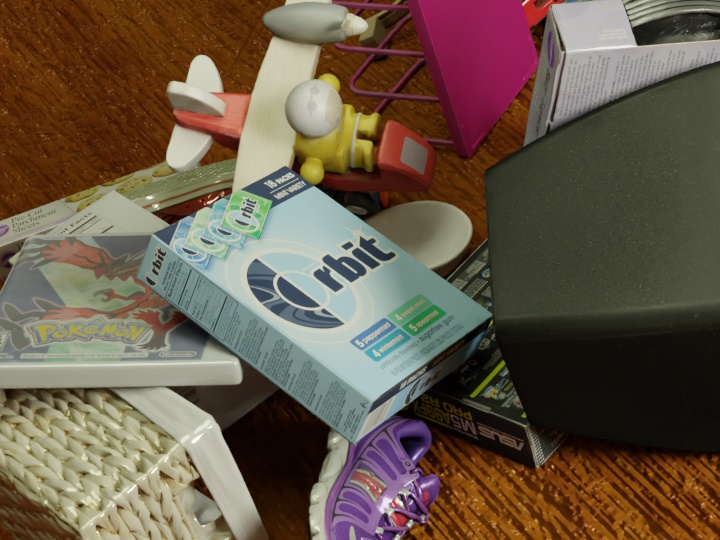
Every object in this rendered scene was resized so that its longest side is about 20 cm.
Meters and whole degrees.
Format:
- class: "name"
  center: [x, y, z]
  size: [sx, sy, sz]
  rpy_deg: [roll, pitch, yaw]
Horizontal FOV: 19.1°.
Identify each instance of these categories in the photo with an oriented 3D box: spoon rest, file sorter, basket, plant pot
- class: "spoon rest"
  center: [0.000, 0.000, 1.694]
  size: [0.199, 0.061, 0.099]
  rpy_deg: [-32, 39, -15]
- class: "file sorter"
  center: [0.049, -0.224, 1.841]
  size: [0.125, 0.201, 0.139]
  rpy_deg: [8, 44, 34]
- class: "basket"
  center: [-0.182, 0.151, 1.522]
  size: [0.123, 0.136, 0.199]
  rpy_deg: [-39, 41, -22]
- class: "plant pot"
  center: [0.183, 0.005, 1.450]
  size: [0.176, 0.200, 0.202]
  rpy_deg: [-8, 57, 12]

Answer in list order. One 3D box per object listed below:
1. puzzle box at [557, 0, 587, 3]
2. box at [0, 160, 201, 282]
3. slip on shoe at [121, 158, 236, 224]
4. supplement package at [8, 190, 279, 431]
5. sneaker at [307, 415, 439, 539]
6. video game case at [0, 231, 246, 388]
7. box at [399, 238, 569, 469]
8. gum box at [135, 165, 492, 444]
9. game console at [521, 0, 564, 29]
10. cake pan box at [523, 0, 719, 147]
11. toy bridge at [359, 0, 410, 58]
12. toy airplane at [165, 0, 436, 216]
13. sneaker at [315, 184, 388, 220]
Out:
- class: "puzzle box"
  center: [0.244, -0.246, 1.927]
  size: [0.132, 0.026, 0.201]
  rpy_deg: [-15, 37, 4]
- class: "box"
  center: [-0.228, -0.047, 1.868]
  size: [0.198, 0.039, 0.042]
  rpy_deg: [-20, 36, -1]
- class: "slip on shoe"
  center: [-0.116, -0.057, 1.822]
  size: [0.198, 0.062, 0.074]
  rpy_deg: [-18, 15, -21]
- class: "supplement package"
  center: [-0.167, 0.039, 1.673]
  size: [0.109, 0.114, 0.199]
  rpy_deg: [-35, 39, -23]
- class: "sneaker"
  center: [0.011, 0.165, 1.471]
  size: [0.083, 0.081, 0.201]
  rpy_deg: [-2, 39, 12]
- class: "video game case"
  center: [-0.169, 0.025, 1.550]
  size: [0.198, 0.023, 0.183]
  rpy_deg: [-2, 32, 9]
- class: "box"
  center: [0.125, 0.045, 1.597]
  size: [0.159, 0.045, 0.200]
  rpy_deg: [19, 51, 38]
- class: "gum box"
  center: [-0.031, 0.019, 1.511]
  size: [0.199, 0.045, 0.170]
  rpy_deg: [36, 35, 16]
- class: "game console"
  center: [0.162, -0.299, 1.992]
  size: [0.200, 0.031, 0.177]
  rpy_deg: [-40, 31, -8]
- class: "cake pan box"
  center: [0.210, -0.113, 1.492]
  size: [0.182, 0.201, 0.053]
  rpy_deg: [-8, 53, -9]
- class: "toy bridge"
  center: [0.089, -0.257, 1.951]
  size: [0.199, 0.027, 0.068]
  rpy_deg: [-22, 38, 29]
- class: "toy airplane"
  center: [-0.058, -0.117, 1.673]
  size: [0.198, 0.201, 0.141]
  rpy_deg: [-28, -7, -18]
- class: "sneaker"
  center: [-0.074, -0.048, 1.771]
  size: [0.199, 0.079, 0.075]
  rpy_deg: [-32, 38, -17]
